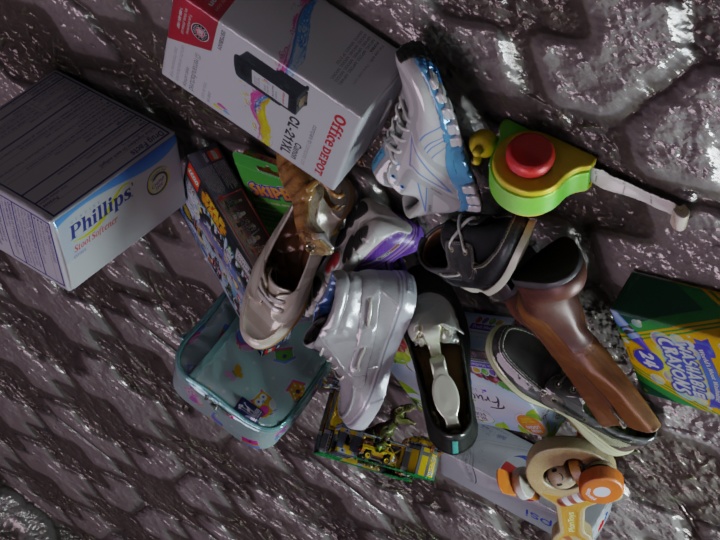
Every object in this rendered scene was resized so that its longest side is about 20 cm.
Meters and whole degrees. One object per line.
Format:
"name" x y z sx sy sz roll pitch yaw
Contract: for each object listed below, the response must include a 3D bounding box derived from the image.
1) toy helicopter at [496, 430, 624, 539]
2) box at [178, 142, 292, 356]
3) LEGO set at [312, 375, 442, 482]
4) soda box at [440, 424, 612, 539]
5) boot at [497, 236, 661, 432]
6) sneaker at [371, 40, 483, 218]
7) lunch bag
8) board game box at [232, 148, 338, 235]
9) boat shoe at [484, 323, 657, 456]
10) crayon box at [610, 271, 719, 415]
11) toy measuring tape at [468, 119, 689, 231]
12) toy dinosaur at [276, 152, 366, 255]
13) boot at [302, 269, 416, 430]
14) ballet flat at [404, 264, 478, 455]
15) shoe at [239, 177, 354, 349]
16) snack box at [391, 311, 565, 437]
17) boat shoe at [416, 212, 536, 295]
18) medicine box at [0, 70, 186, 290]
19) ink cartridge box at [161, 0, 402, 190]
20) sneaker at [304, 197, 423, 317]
"toy helicopter" 0.215 0.243 1.750 0.131 0.079 0.201 -3 138 7
"box" -0.132 -0.021 1.771 0.201 0.040 0.137 59 159 16
"LEGO set" 0.026 0.165 1.843 0.153 0.117 0.200 16 170 1
"soda box" 0.191 0.242 1.885 0.199 0.064 0.068 27 153 17
"boot" 0.205 0.072 1.498 0.201 0.068 0.188 55 162 -6
"sneaker" 0.047 -0.110 1.416 0.086 0.075 0.201 -16 137 4
"lunch bag" -0.113 0.089 1.844 0.160 0.200 0.077 36 154 4
"board game box" -0.070 -0.056 1.747 0.095 0.030 0.201 20 153 28
"boat shoe" 0.216 0.114 1.637 0.200 0.072 0.066 37 150 -15
"crayon box" 0.330 0.078 1.447 0.199 0.052 0.126 14 147 37
"toy measuring tape" 0.174 -0.065 1.377 0.199 0.074 0.074 27 153 18
"toy dinosaur" -0.060 -0.113 1.580 0.060 0.106 0.201 40 -153 -62
"boot" -0.016 0.078 1.666 0.095 0.074 0.201 6 124 -18
"ballet flat" 0.082 0.084 1.644 0.068 0.067 0.202 71 -175 -76
"shoe" -0.074 -0.011 1.644 0.070 0.201 0.053 32 -167 19
"snack box" 0.114 0.104 1.759 0.199 0.053 0.142 7 144 46
"boat shoe" 0.104 -0.020 1.497 0.067 0.072 0.200 28 169 -11
"medicine box" -0.322 -0.101 1.763 0.199 0.182 0.103 28 142 30
"ink cartridge box" -0.070 -0.183 1.464 0.199 0.083 0.146 35 154 4
"sneaker" 0.000 0.000 1.684 0.083 0.081 0.200 18 152 -20
